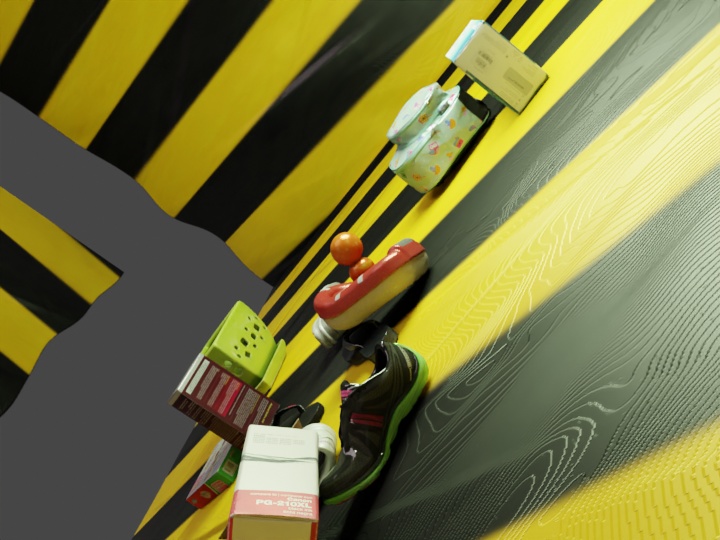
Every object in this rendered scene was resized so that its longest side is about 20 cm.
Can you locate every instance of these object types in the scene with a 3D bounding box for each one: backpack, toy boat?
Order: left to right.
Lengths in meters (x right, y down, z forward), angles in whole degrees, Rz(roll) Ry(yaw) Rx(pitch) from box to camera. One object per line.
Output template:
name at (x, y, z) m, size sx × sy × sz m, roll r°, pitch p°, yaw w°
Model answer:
toy boat at (0.000, 0.000, 1.190) m, size 0.199 × 0.131 × 0.130 m, roll -38°, pitch -4°, yaw 31°
backpack at (0.136, -0.258, 1.490) m, size 0.202 × 0.152 × 0.176 m, roll -61°, pitch 14°, yaw 3°

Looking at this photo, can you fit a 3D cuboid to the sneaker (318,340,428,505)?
sneaker at (0.001, 0.166, 0.849) m, size 0.201 × 0.083 × 0.077 m, roll -60°, pitch 10°, yaw -28°

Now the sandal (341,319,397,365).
sandal at (0.007, 0.103, 1.178) m, size 0.077 × 0.043 × 0.200 m, roll -57°, pitch 9°, yaw -15°

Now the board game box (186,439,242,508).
board game box at (-0.292, 0.411, 1.644) m, size 0.200 × 0.040 × 0.154 m, roll -46°, pitch 13°, yaw 47°

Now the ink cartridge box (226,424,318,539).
ink cartridge box at (-0.086, 0.264, 0.772) m, size 0.200 × 0.083 × 0.147 m, roll -105°, pitch 20°, yaw -78°

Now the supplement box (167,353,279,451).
supplement box at (-0.273, 0.270, 1.541) m, size 0.061 × 0.199 × 0.109 m, roll -48°, pitch 11°, yaw 41°

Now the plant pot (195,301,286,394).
plant pot at (-0.305, 0.235, 1.901) m, size 0.199 × 0.181 × 0.201 m, roll -49°, pitch 10°, yaw 31°

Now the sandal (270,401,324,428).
sandal at (-0.120, 0.255, 1.287) m, size 0.200 × 0.045 × 0.076 m, roll -43°, pitch 15°, yaw 54°

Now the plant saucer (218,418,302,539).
plant saucer at (-0.134, 0.310, 1.110) m, size 0.201 × 0.036 × 0.200 m, roll -55°, pitch -2°, yaw -3°

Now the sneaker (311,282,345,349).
sneaker at (-0.037, 0.077, 1.483) m, size 0.082 × 0.075 × 0.201 m, roll -36°, pitch 21°, yaw 18°

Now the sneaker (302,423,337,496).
sneaker at (-0.100, 0.286, 0.970) m, size 0.201 × 0.074 × 0.100 m, roll -56°, pitch 9°, yaw -2°

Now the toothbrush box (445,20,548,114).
toothbrush box at (0.235, -0.363, 1.348) m, size 0.086 × 0.146 × 0.200 m, roll -51°, pitch 10°, yaw 17°
